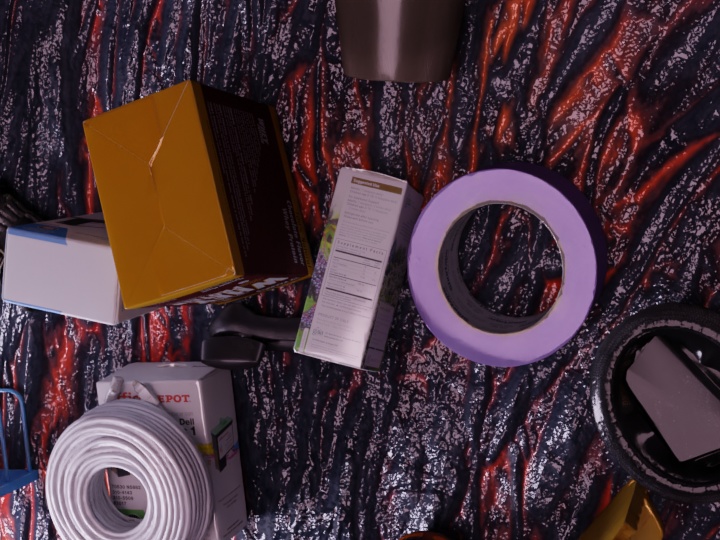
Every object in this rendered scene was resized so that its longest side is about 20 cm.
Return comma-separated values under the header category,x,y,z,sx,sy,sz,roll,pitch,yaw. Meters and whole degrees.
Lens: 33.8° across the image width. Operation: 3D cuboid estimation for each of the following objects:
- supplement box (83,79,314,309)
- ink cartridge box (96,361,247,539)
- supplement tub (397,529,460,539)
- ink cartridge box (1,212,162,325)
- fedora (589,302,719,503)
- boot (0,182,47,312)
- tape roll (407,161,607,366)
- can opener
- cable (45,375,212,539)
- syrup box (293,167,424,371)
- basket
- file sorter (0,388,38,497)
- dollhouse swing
category,x,y,z,sx,sy,sz,roll,pitch,yaw
supplement box,-0.164,-0.072,1.252,0.131,0.200,0.200,-16,84,20
ink cartridge box,-0.223,0.216,1.402,0.143,0.084,0.204,-3,98,20
supplement tub,0.059,0.346,1.261,0.105,0.200,0.109,4,102,20
ink cartridge box,-0.280,-0.008,1.321,0.143,0.200,0.085,9,101,18
fedora,0.327,0.125,1.184,0.197,0.091,0.204,4,101,19
boot,-0.448,0.008,1.448,0.157,0.079,0.212,38,109,10
tape roll,0.153,-0.008,1.228,0.197,0.085,0.204,3,100,19
can opener,-0.083,0.076,1.344,0.197,0.063,0.080,-2,72,10
cable,-0.261,0.249,1.338,0.199,0.069,0.201,40,110,9
syrup box,0.000,0.000,1.259,0.080,0.079,0.203,13,87,17
basket,0.039,-0.298,1.195,0.177,0.136,0.203,7,105,13
file sorter,-0.516,0.225,1.449,0.137,0.200,0.125,-4,96,20
dollhouse swing,0.280,0.350,1.182,0.175,0.200,0.183,40,110,10
